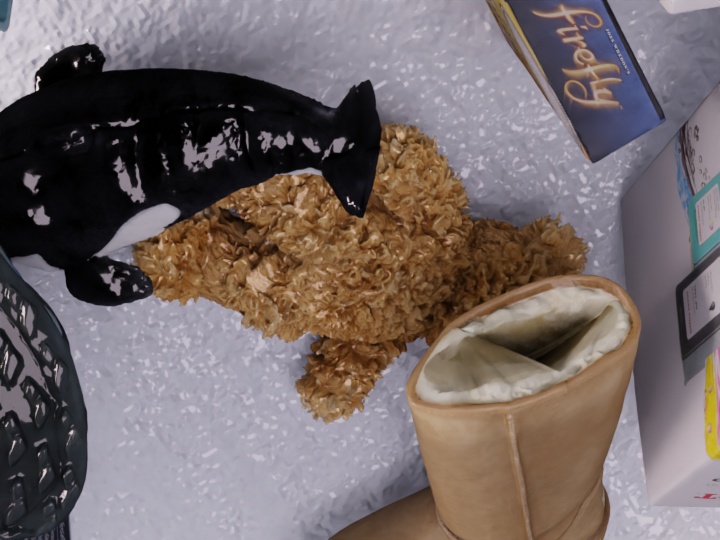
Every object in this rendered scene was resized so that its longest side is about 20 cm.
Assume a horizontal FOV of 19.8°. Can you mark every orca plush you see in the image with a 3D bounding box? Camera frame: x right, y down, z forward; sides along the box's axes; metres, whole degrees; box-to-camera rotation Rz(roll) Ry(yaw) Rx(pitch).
[{"bbox_3d":[-0.094,-0.037,0.812,0.198,0.071,0.106,7,92,18],"label":"orca plush"}]

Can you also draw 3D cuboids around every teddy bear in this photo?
[{"bbox_3d":[0.000,0.000,0.887,0.199,0.067,0.145,35,107,-23],"label":"teddy bear"}]

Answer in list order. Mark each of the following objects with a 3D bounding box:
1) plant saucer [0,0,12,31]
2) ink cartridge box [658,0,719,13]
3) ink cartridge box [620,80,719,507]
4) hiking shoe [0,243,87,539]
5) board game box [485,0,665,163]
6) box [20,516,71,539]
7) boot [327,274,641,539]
[{"bbox_3d":[-0.134,-0.181,0.706,0.019,0.202,0.070,-10,151,26],"label":"plant saucer"},{"bbox_3d":[0.128,-0.217,0.763,0.083,0.145,0.202,-9,116,-6],"label":"ink cartridge box"},{"bbox_3d":[0.207,0.002,0.833,0.145,0.148,0.200,2,160,-11],"label":"ink cartridge box"},{"bbox_3d":[-0.157,0.005,0.795,0.074,0.087,0.202,-22,103,1],"label":"hiking shoe"},{"bbox_3d":[0.043,-0.153,0.784,0.034,0.136,0.201,-29,118,4],"label":"board game box"},{"bbox_3d":[-0.231,0.092,0.864,0.147,0.107,0.201,-28,117,5],"label":"box"},{"bbox_3d":[0.035,0.089,0.886,0.174,0.066,0.200,-27,153,-9],"label":"boot"}]
